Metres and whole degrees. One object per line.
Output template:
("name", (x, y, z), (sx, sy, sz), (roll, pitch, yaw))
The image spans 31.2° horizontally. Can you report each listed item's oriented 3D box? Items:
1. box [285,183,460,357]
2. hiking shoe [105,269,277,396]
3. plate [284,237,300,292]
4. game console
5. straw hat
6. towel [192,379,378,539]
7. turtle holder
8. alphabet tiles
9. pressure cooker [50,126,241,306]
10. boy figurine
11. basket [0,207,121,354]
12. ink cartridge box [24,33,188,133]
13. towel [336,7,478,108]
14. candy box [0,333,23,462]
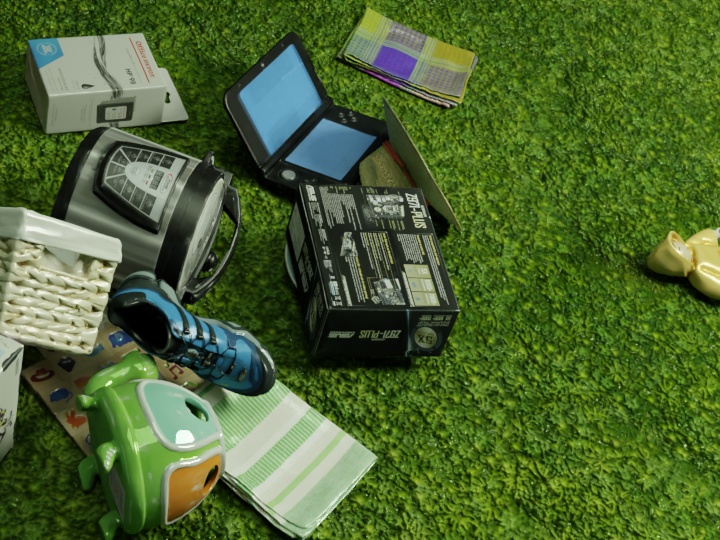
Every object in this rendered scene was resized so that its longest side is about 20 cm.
("box", (0.010, -0.002, 1.527), (0.161, 0.087, 0.202), (1, 48, -19))
("hiking shoe", (-0.183, 0.081, 1.363), (0.198, 0.075, 0.087), (30, 22, 1))
("plate", (0.000, 0.000, 1.602), (0.197, 0.026, 0.202), (10, 46, -11))
("game console", (-0.063, -0.202, 1.703), (0.174, 0.118, 0.200), (21, 44, 18))
("straw hat", (0.046, -0.116, 1.669), (0.084, 0.201, 0.202), (-31, 56, 3))
("towel", (-0.098, 0.185, 1.388), (0.199, 0.024, 0.152), (36, 45, 13))
("turtle holder", (-0.214, 0.174, 1.292), (0.130, 0.143, 0.185), (-11, 18, -23))
("alphabet tiles", (-0.264, 0.122, 1.407), (0.165, 0.006, 0.200), (-27, 61, -36))
("pressure cooker", (-0.236, -0.057, 1.469), (0.197, 0.178, 0.179), (21, 18, 0))
("boy figurine", (0.484, -0.013, 1.758), (0.197, 0.065, 0.126), (12, 47, -12))
("basket", (-0.360, 0.008, 1.319), (0.198, 0.125, 0.135), (5, -10, 41))
("ink cartridge box", (-0.329, -0.249, 1.695), (0.197, 0.067, 0.117), (-9, 50, -26))
("towel", (0.076, -0.321, 1.937), (0.198, 0.023, 0.144), (24, 45, 4))
("candy box", (-0.400, 0.169, 1.199), (0.071, 0.169, 0.201), (25, 45, 6))
